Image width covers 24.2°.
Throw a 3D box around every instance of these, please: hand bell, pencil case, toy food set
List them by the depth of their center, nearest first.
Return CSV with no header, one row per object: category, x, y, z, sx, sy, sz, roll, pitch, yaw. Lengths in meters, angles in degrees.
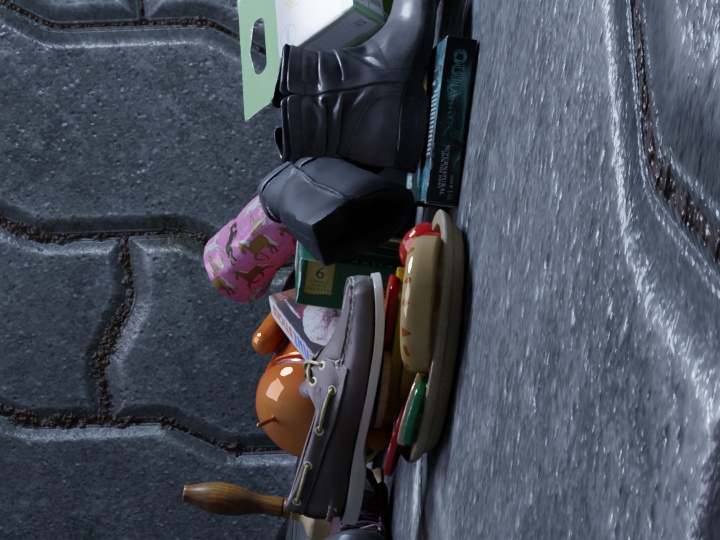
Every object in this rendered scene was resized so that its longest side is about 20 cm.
toy food set,0.043,0.053,1.285,0.200,0.048,0.200,-93,10,-68
pencil case,-0.078,-0.051,1.656,0.200,0.082,0.087,-45,40,42
hand bell,-0.082,0.240,1.702,0.104,0.197,0.106,-172,90,-86

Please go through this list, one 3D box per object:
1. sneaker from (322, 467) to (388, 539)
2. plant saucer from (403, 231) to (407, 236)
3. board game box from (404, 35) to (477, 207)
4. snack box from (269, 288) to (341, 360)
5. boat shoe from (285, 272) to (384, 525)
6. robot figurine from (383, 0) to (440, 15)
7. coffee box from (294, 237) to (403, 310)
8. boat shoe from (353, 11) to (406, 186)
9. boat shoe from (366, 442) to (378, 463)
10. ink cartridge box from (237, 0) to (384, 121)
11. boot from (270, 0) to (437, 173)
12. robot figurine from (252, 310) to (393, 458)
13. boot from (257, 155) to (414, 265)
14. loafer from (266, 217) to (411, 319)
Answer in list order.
sneaker,-0.006,0.229,1.532,0.200,0.075,0.117,105,175,-69
plant saucer,0.024,0.023,1.835,0.200,0.029,0.203,-173,90,-86
board game box,0.065,-0.122,1.434,0.200,0.028,0.137,-144,62,-85
snack box,-0.017,0.064,1.501,0.200,0.071,0.025,-132,31,-57
boat shoe,-0.018,0.099,1.306,0.072,0.059,0.203,-95,12,-76
robot figurine,0.031,-0.305,1.626,0.175,0.115,0.201,-43,-20,-39
coffee box,0.000,0.000,1.507,0.200,0.121,0.045,-111,29,-79
boat shoe,0.014,-0.158,1.596,0.062,0.074,0.202,43,156,62
boat shoe,-0.005,0.174,1.754,0.072,0.061,0.201,-43,-4,-16
ink cartridge box,-0.063,-0.249,1.557,0.199,0.048,0.147,-28,55,38
boot,-0.006,-0.179,1.413,0.070,0.130,0.202,103,174,-61
robot figurine,-0.028,0.100,1.607,0.201,0.115,0.145,-61,-34,-41
boot,0.001,-0.083,1.467,0.164,0.066,0.200,-40,17,-6
loafer,-0.032,-0.006,1.712,0.200,0.063,0.072,-46,-29,-17
